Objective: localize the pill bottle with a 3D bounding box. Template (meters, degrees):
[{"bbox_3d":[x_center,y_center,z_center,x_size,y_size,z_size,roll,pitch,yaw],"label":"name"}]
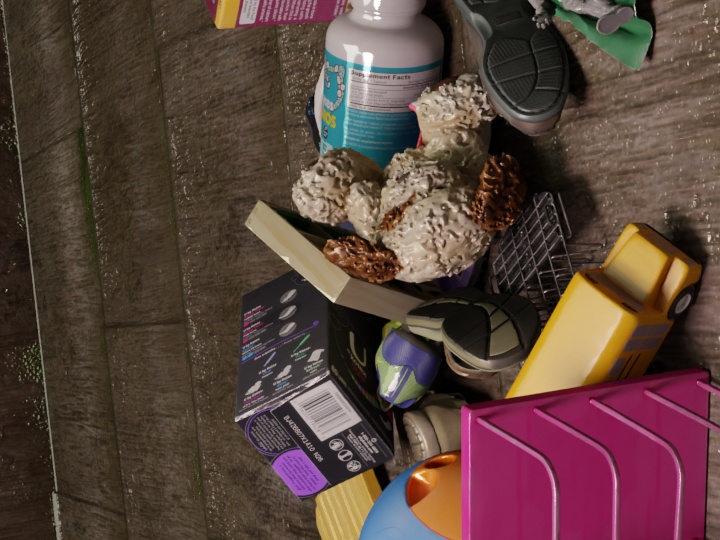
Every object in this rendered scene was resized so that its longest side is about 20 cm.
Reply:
[{"bbox_3d":[0.020,-0.169,1.782,0.111,0.110,0.201,-134,43,-57],"label":"pill bottle"}]

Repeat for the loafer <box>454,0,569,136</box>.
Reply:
[{"bbox_3d":[0.127,-0.175,1.589,0.063,0.072,0.200,80,174,-47],"label":"loafer"}]

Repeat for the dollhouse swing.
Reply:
[{"bbox_3d":[-0.042,0.321,2.023,0.176,0.181,0.200,54,150,16],"label":"dollhouse swing"}]

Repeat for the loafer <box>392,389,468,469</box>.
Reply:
[{"bbox_3d":[0.072,0.150,1.806,0.200,0.068,0.076,-151,48,-83],"label":"loafer"}]

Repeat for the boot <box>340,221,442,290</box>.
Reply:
[{"bbox_3d":[0.020,-0.011,1.838,0.073,0.090,0.200,86,167,-50],"label":"boot"}]

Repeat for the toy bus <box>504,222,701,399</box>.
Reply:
[{"bbox_3d":[0.170,0.063,1.421,0.065,0.078,0.200,40,114,30],"label":"toy bus"}]

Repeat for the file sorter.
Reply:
[{"bbox_3d":[0.186,0.163,1.338,0.125,0.199,0.140,-152,58,-61],"label":"file sorter"}]

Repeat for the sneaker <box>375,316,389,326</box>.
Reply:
[{"bbox_3d":[-0.023,0.012,1.975,0.121,0.083,0.201,20,123,59],"label":"sneaker"}]

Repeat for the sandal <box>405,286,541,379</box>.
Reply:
[{"bbox_3d":[0.098,0.055,1.577,0.201,0.080,0.058,-154,45,-74],"label":"sandal"}]

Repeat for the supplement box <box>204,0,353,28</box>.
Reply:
[{"bbox_3d":[-0.044,-0.309,1.782,0.131,0.199,0.103,106,149,-44],"label":"supplement box"}]

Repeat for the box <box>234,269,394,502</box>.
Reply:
[{"bbox_3d":[-0.042,0.098,1.816,0.122,0.106,0.200,54,-162,-29],"label":"box"}]

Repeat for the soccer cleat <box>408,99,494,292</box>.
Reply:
[{"bbox_3d":[0.074,-0.067,1.723,0.068,0.073,0.201,-135,42,-56],"label":"soccer cleat"}]

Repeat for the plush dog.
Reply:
[{"bbox_3d":[0.057,-0.046,1.602,0.161,0.200,0.172,57,-169,-19],"label":"plush dog"}]

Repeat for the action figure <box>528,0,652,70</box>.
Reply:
[{"bbox_3d":[0.158,-0.228,1.499,0.200,0.054,0.119,-141,45,-66],"label":"action figure"}]

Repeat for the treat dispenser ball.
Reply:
[{"bbox_3d":[0.094,0.247,1.588,0.201,0.200,0.202,174,90,-69],"label":"treat dispenser ball"}]

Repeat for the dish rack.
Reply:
[{"bbox_3d":[0.165,0.042,1.556,0.153,0.054,0.201,125,136,-57],"label":"dish rack"}]

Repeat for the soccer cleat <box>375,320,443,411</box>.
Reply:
[{"bbox_3d":[0.037,0.090,1.788,0.084,0.065,0.200,-60,-1,-2],"label":"soccer cleat"}]

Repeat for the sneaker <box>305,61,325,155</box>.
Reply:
[{"bbox_3d":[-0.025,-0.168,1.917,0.112,0.073,0.201,-119,19,-44],"label":"sneaker"}]

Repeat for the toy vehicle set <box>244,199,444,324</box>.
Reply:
[{"bbox_3d":[0.000,0.000,1.687,0.124,0.200,0.027,40,103,33],"label":"toy vehicle set"}]
